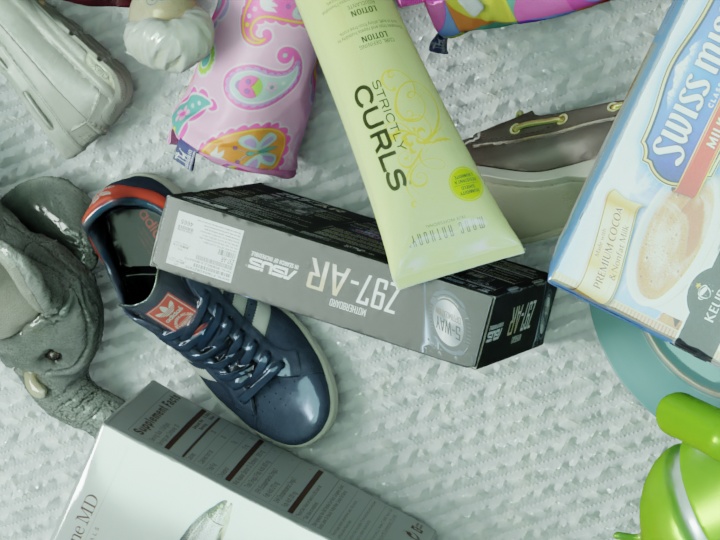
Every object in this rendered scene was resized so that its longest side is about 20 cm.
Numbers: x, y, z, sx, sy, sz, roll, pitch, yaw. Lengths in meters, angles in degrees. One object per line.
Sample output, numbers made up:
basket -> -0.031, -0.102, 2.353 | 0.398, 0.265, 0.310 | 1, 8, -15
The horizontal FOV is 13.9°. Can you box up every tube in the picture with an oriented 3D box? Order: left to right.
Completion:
tube -> 0.020, -0.085, 1.633 | 0.058, 0.052, 0.201 | -32, 65, 22

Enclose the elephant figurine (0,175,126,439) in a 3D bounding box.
elephant figurine -> -0.214, 0.007, 1.788 | 0.199, 0.155, 0.142 | 12, 68, 7

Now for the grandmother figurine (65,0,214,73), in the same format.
grandmother figurine -> -0.139, -0.195, 1.722 | 0.121, 0.061, 0.201 | -27, 62, 1

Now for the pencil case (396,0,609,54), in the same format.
pencil case -> 0.122, -0.182, 1.671 | 0.199, 0.088, 0.089 | -11, 92, 18

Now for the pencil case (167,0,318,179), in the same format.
pencil case -> -0.051, -0.154, 1.729 | 0.087, 0.087, 0.201 | 22, 104, 14

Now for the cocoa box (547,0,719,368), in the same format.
cocoa box -> 0.196, -0.058, 1.557 | 0.131, 0.133, 0.201 | 26, 95, 2

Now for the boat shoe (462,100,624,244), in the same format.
boat shoe -> 0.107, -0.061, 1.699 | 0.199, 0.072, 0.060 | -7, 54, 31

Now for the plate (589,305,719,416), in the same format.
plate -> 0.224, 0.007, 1.688 | 0.199, 0.026, 0.202 | 2, 97, 18

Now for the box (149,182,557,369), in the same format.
box -> 0.000, 0.000, 1.688 | 0.199, 0.160, 0.044 | 17, 99, 15

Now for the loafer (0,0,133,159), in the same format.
loafer -> -0.227, -0.151, 1.794 | 0.200, 0.070, 0.070 | 43, 98, 9

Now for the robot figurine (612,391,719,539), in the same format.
robot figurine -> 0.241, 0.122, 1.641 | 0.200, 0.116, 0.175 | -34, 118, 26

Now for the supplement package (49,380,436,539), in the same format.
supplement package -> -0.074, 0.170, 1.739 | 0.199, 0.117, 0.117 | 26, 104, 5

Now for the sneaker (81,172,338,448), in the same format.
sneaker -> -0.096, 0.029, 1.762 | 0.200, 0.084, 0.075 | 47, 107, 8
